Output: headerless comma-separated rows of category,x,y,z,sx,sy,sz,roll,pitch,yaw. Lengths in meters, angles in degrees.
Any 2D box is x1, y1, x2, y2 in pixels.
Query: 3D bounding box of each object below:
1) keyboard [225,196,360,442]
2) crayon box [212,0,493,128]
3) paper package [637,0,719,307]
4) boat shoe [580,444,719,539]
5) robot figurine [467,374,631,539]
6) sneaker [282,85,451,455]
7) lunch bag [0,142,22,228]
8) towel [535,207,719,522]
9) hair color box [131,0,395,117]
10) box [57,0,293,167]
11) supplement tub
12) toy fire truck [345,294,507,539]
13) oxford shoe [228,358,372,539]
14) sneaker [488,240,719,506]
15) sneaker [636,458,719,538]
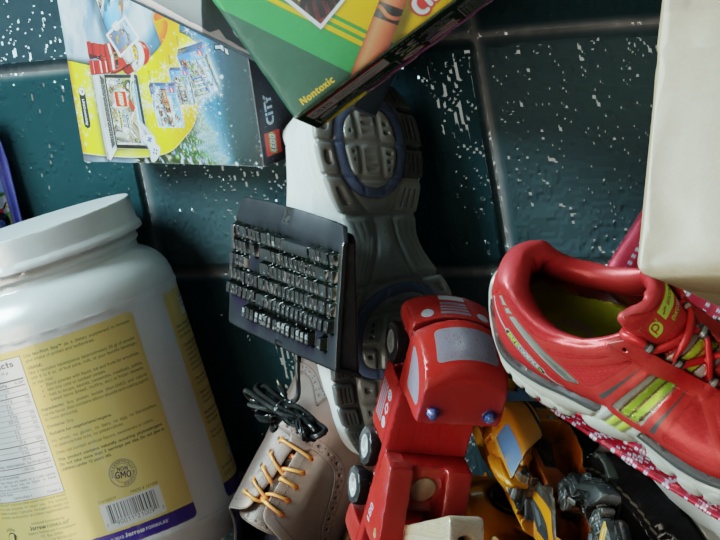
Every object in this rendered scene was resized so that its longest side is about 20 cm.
keyboard,-0.038,0.030,1.344,0.200,0.021,0.127,-162,69,-72
crayon box,0.005,-0.197,1.229,0.200,0.058,0.173,-36,82,8
paper package,0.232,-0.074,1.080,0.200,0.103,0.191,-3,75,40
boat shoe,0.163,0.180,1.293,0.200,0.060,0.074,58,159,6
robot figurine,0.084,0.142,1.294,0.200,0.058,0.145,-114,31,-56
sneaker,0.000,0.000,1.360,0.087,0.074,0.200,166,100,-66
lunch bag,-0.271,-0.007,1.586,0.151,0.094,0.200,-9,89,42
towel,0.193,0.049,1.209,0.200,0.022,0.145,32,90,25
hair color box,-0.064,-0.166,1.302,0.200,0.061,0.099,27,94,11
box,-0.107,-0.158,1.411,0.137,0.038,0.200,4,108,37
supplement tub,-0.160,0.069,1.469,0.145,0.145,0.200,-12,98,41
toy fire truck,0.035,0.129,1.273,0.141,0.049,0.200,-112,31,-54
oxford shoe,-0.028,0.113,1.426,0.071,0.073,0.200,29,122,29
sneaker,0.142,0.043,1.161,0.200,0.077,0.085,20,147,25
sneaker,0.196,0.091,1.249,0.088,0.075,0.200,-47,71,19
